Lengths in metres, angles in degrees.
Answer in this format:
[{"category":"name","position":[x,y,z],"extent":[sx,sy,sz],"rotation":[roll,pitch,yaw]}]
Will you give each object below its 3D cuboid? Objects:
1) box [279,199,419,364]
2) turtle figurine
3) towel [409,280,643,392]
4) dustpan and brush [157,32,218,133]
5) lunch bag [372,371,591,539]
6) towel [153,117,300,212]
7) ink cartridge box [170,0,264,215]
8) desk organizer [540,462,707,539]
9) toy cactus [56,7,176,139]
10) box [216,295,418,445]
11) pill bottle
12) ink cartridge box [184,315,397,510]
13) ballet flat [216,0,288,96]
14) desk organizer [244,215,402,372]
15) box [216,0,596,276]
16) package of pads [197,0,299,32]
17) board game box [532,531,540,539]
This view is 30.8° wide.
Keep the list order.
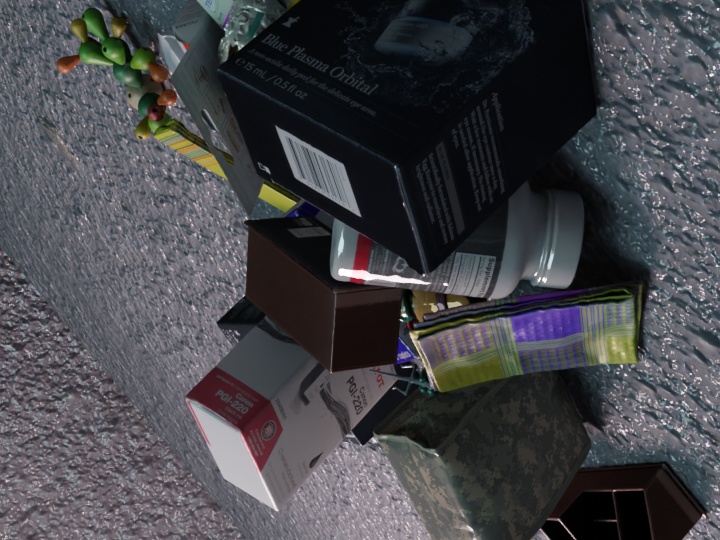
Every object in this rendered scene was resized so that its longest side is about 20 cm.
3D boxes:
[{"category":"box","position":[0.000,0.000,1.414],"extent":[0.200,0.105,0.184],"rotation":[51,158,-4]},{"category":"turtle figurine","position":[0.079,0.032,1.247],"extent":[0.199,0.101,0.150],"rotation":[-11,116,36]},{"category":"towel","position":[0.147,0.062,1.146],"extent":[0.144,0.198,0.023],"rotation":[72,-170,-59]},{"category":"dustpan and brush","position":[-0.145,-0.182,1.468],"extent":[0.201,0.057,0.140],"rotation":[55,172,4]},{"category":"lunch bag","position":[0.135,0.166,1.310],"extent":[0.117,0.200,0.165],"rotation":[7,131,53]},{"category":"towel","position":[-0.145,-0.117,1.517],"extent":[0.199,0.018,0.086],"rotation":[30,170,-20]},{"category":"ink cartridge box","position":[-0.137,-0.167,1.292],"extent":[0.057,0.201,0.163],"rotation":[-13,123,27]},{"category":"desk organizer","position":[0.266,0.259,1.377],"extent":[0.072,0.077,0.200],"rotation":[50,159,-5]},{"category":"toy cactus","position":[-0.280,-0.225,1.591],"extent":[0.200,0.102,0.165],"rotation":[43,174,22]},{"category":"box","position":[-0.055,0.107,1.685],"extent":[0.200,0.124,0.196],"rotation":[54,156,-14]},{"category":"pill bottle","position":[0.078,-0.036,1.081],"extent":[0.198,0.111,0.111],"rotation":[7,156,-4]},{"category":"ink cartridge box","position":[-0.064,0.118,1.320],"extent":[0.084,0.200,0.146],"rotation":[25,149,33]},{"category":"ballet flat","position":[-0.103,-0.187,1.186],"extent":[0.072,0.072,0.200],"rotation":[45,166,8]},{"category":"desk organizer","position":[-0.038,0.017,1.201],"extent":[0.200,0.071,0.078],"rotation":[36,126,56]},{"category":"box","position":[0.036,-0.134,0.976],"extent":[0.196,0.200,0.118],"rotation":[31,154,36]},{"category":"package of pads","position":[-0.114,-0.298,1.173],"extent":[0.155,0.068,0.200],"rotation":[48,159,-1]},{"category":"board game box","position":[0.143,0.267,1.693],"extent":[0.135,0.034,0.200],"rotation":[57,157,-20]}]
